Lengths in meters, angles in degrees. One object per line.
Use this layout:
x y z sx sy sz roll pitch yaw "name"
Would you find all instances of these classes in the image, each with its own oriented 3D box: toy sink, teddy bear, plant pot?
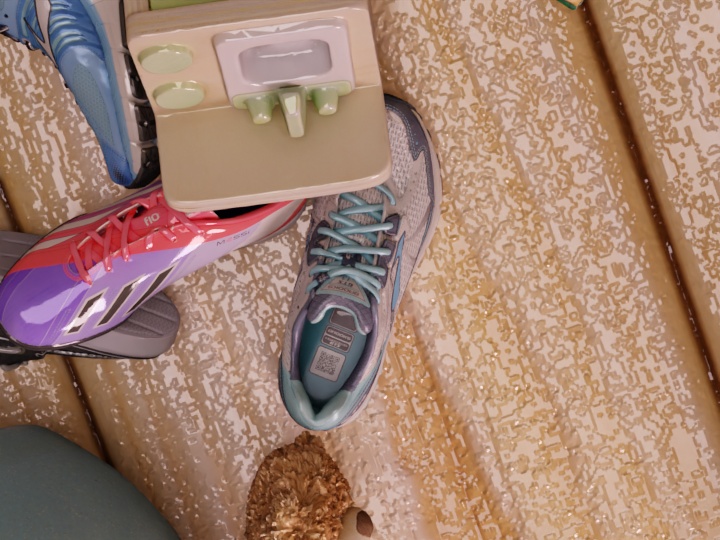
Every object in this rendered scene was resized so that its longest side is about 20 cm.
-0.060 -0.149 1.227 0.129 0.112 0.202 -7 71 2 "toy sink"
-0.038 0.195 1.303 0.066 0.145 0.201 24 102 22 "teddy bear"
-0.198 0.168 1.300 0.199 0.200 0.136 -26 74 7 "plant pot"

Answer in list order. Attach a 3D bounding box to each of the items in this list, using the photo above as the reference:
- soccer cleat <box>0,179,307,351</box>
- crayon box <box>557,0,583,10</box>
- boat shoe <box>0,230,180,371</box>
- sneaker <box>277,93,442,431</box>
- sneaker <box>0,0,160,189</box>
-0.115 -0.021 1.276 0.199 0.073 0.069 -27 79 -17 "soccer cleat"
0.121 -0.261 1.267 0.118 0.058 0.201 30 99 -1 "crayon box"
-0.206 0.021 1.333 0.198 0.072 0.071 16 124 -3 "boat shoe"
0.000 0.000 1.301 0.077 0.086 0.202 11 99 2 "sneaker"
-0.162 -0.142 1.308 0.089 0.078 0.201 -17 94 25 "sneaker"
